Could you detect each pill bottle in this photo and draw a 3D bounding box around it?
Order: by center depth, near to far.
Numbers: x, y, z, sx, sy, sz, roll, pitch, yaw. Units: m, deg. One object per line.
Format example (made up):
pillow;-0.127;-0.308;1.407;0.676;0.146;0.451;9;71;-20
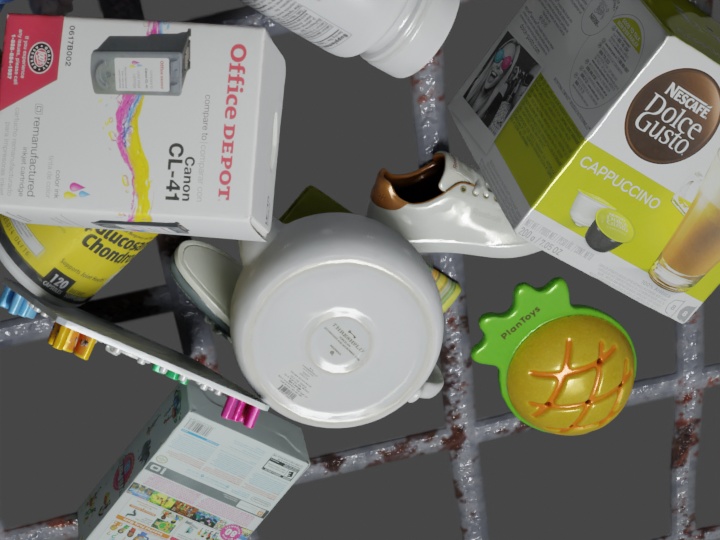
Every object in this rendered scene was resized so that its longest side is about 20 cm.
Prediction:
pill bottle;-0.027;-0.235;1.083;0.199;0.114;0.114;26;115;-29
pill bottle;-0.202;-0.071;1.155;0.200;0.113;0.112;-42;124;16

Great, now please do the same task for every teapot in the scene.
teapot;-0.020;0.029;1.232;0.194;0.147;0.202;-2;118;-4

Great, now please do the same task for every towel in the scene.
towel;0.000;0.000;1.320;0.199;0.018;0.086;34;106;-30

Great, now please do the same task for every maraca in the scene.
maraca;0.190;0.086;1.369;0.137;0.107;0.200;-42;124;7

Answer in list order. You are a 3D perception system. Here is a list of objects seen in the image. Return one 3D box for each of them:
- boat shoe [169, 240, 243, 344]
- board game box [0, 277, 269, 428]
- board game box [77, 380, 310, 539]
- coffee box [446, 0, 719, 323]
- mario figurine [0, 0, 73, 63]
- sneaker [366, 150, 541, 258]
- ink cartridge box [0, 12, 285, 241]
boat shoe;-0.112;0.050;1.290;0.061;0.073;0.200;-27;129;28
board game box;-0.199;0.070;1.209;0.199;0.199;0.026;27;86;-28
board game box;-0.167;0.215;1.399;0.147;0.065;0.200;29;112;-29
coffee box;0.226;-0.120;1.174;0.198;0.201;0.198;25;115;-29
mario figurine;-0.253;-0.223;1.034;0.105;0.124;0.201;29;118;-16
sneaker;0.105;-0.062;1.264;0.197;0.073;0.086;-4;127;-10
ink cartridge box;-0.163;-0.106;1.047;0.197;0.086;0.150;3;83;8
